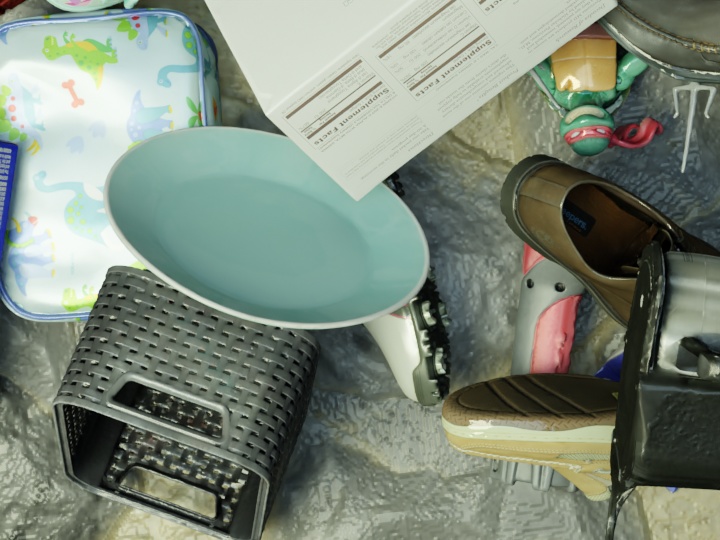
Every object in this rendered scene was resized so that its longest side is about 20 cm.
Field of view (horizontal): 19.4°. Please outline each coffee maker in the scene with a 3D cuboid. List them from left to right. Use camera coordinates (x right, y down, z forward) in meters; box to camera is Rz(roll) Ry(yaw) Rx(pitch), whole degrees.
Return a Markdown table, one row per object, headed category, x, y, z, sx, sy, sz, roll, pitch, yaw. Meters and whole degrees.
| category | x | y | z | sx | sy | sz | roll | pitch | yaw |
| --- | --- | --- | --- | --- | --- | --- | --- | --- | --- |
| coffee maker | 0.250 | 0.084 | 1.216 | 0.199 | 0.135 | 0.193 | 8 | 127 | 3 |

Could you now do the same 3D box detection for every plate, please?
| category | x | y | z | sx | sy | sz | roll | pitch | yaw |
| --- | --- | --- | --- | --- | --- | --- | --- | --- | --- |
| plate | -0.057 | -0.021 | 1.256 | 0.200 | 0.200 | 0.026 | 20 | 124 | 2 |

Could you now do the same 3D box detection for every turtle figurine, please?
| category | x | y | z | sx | sy | sz | roll | pitch | yaw |
| --- | --- | --- | --- | --- | --- | --- | --- | --- | --- |
| turtle figurine | 0.141 | -0.149 | 1.333 | 0.149 | 0.101 | 0.201 | -3 | 76 | -12 |

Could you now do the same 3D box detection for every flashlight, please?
| category | x | y | z | sx | sy | sz | roll | pitch | yaw |
| --- | --- | --- | --- | --- | --- | --- | --- | --- | --- |
| flashlight | 0.131 | 0.041 | 1.357 | 0.068 | 0.068 | 0.201 | 5 | 93 | -12 |

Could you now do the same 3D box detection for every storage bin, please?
| category | x | y | z | sx | sy | sz | roll | pitch | yaw |
| --- | --- | --- | --- | --- | --- | --- | --- | --- | --- |
| storage bin | -0.107 | 0.087 | 1.294 | 0.135 | 0.200 | 0.094 | 19 | 70 | 2 |

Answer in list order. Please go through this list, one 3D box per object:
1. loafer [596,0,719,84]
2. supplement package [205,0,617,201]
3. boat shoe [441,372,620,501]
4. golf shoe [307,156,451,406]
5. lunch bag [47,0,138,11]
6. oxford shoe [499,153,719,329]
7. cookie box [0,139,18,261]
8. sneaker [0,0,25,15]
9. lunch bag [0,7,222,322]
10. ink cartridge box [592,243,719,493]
| category | x | y | z | sx | sy | sz | roll | pitch | yaw |
| --- | --- | --- | --- | --- | --- | --- | --- | --- | --- |
| loafer | 0.226 | -0.148 | 1.252 | 0.200 | 0.072 | 0.073 | 25 | 66 | 12 |
| supplement package | 0.022 | -0.174 | 1.267 | 0.200 | 0.111 | 0.156 | -36 | 49 | 10 |
| boat shoe | 0.146 | 0.110 | 1.310 | 0.199 | 0.072 | 0.076 | 0 | 114 | -11 |
| golf shoe | 0.000 | 0.000 | 1.364 | 0.088 | 0.077 | 0.201 | -22 | 82 | 11 |
| lunch bag | -0.135 | -0.253 | 1.323 | 0.199 | 0.077 | 0.161 | -21 | 94 | -22 |
| oxford shoe | 0.180 | 0.001 | 1.292 | 0.200 | 0.084 | 0.073 | 28 | 88 | -23 |
| cookie box | -0.311 | 0.004 | 1.334 | 0.171 | 0.075 | 0.201 | 11 | 93 | 38 |
| sneaker | -0.285 | -0.206 | 1.364 | 0.200 | 0.078 | 0.116 | -31 | 92 | 2 |
| lunch bag | -0.168 | -0.069 | 1.359 | 0.160 | 0.082 | 0.201 | -5 | 92 | 2 |
| ink cartridge box | 0.241 | 0.045 | 1.367 | 0.095 | 0.037 | 0.200 | 44 | 96 | 0 |
